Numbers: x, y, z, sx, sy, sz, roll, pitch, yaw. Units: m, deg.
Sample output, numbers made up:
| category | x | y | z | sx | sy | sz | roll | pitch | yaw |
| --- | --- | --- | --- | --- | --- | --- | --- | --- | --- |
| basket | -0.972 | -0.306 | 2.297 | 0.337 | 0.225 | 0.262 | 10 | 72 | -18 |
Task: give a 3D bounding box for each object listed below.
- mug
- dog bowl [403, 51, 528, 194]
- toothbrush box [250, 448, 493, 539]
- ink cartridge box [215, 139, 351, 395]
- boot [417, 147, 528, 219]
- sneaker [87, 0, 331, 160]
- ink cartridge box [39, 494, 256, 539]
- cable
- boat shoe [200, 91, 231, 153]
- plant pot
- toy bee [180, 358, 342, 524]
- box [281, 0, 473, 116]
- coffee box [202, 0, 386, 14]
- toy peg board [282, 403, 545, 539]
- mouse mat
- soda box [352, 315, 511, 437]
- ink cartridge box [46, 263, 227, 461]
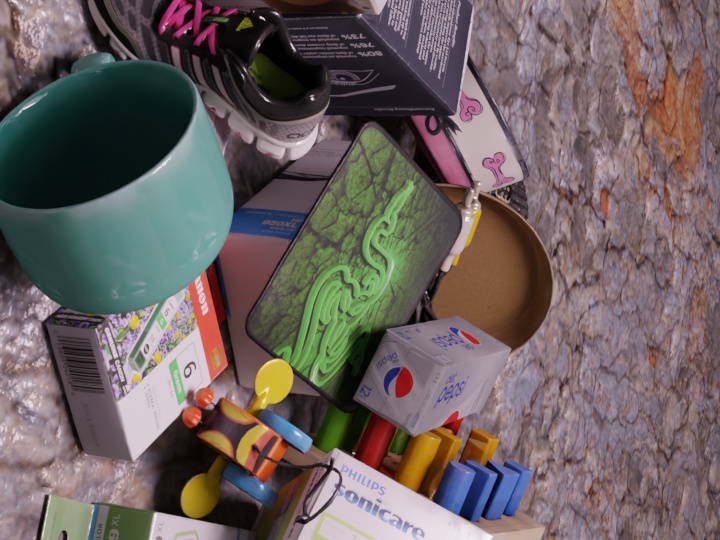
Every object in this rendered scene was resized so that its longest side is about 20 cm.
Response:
| category | x | y | z | sx | sy | sz | roll | pitch | yaw |
| --- | --- | --- | --- | --- | --- | --- | --- | --- | --- |
| mug | -0.153 | -0.057 | 0.983 | 0.186 | 0.150 | 0.115 | -61 | 145 | -39 |
| dog bowl | 0.078 | -0.155 | 1.395 | 0.202 | 0.073 | 0.200 | 59 | 2 | -3 |
| toothbrush box | -0.006 | 0.233 | 1.191 | 0.087 | 0.144 | 0.200 | -65 | -170 | -29 |
| ink cartridge box | -0.034 | -0.008 | 1.279 | 0.200 | 0.083 | 0.146 | -46 | 134 | -51 |
| boot | 0.112 | -0.054 | 1.555 | 0.158 | 0.078 | 0.214 | 50 | 50 | -52 |
| sneaker | -0.099 | -0.163 | 1.057 | 0.199 | 0.087 | 0.074 | 36 | 55 | -11 |
| ink cartridge box | -0.158 | 0.232 | 1.101 | 0.200 | 0.059 | 0.105 | 30 | 67 | -59 |
| cable | 0.063 | 0.018 | 1.325 | 0.097 | 0.050 | 0.203 | -27 | 132 | -48 |
| boat shoe | -0.131 | -0.087 | 1.119 | 0.069 | 0.071 | 0.203 | 46 | 44 | -51 |
| plant pot | 0.084 | 0.000 | 1.391 | 0.028 | 0.197 | 0.202 | -67 | 148 | -53 |
| toy bee | -0.088 | 0.122 | 1.138 | 0.108 | 0.199 | 0.132 | 37 | 58 | -15 |
| box | -0.012 | -0.212 | 1.237 | 0.200 | 0.146 | 0.106 | 34 | 63 | -59 |
| coffee box | -0.074 | -0.251 | 1.059 | 0.080 | 0.198 | 0.114 | -62 | 144 | -32 |
| toy peg board | 0.061 | 0.161 | 1.336 | 0.199 | 0.198 | 0.099 | 12 | 102 | -61 |
| mouse mat | 0.000 | 0.000 | 1.207 | 0.161 | 0.007 | 0.201 | 41 | 76 | -43 |
| soda box | 0.066 | 0.089 | 1.284 | 0.069 | 0.063 | 0.200 | -64 | 162 | 10 |
| ink cartridge box | -0.145 | 0.040 | 1.113 | 0.200 | 0.050 | 0.110 | -46 | 132 | -50 |
